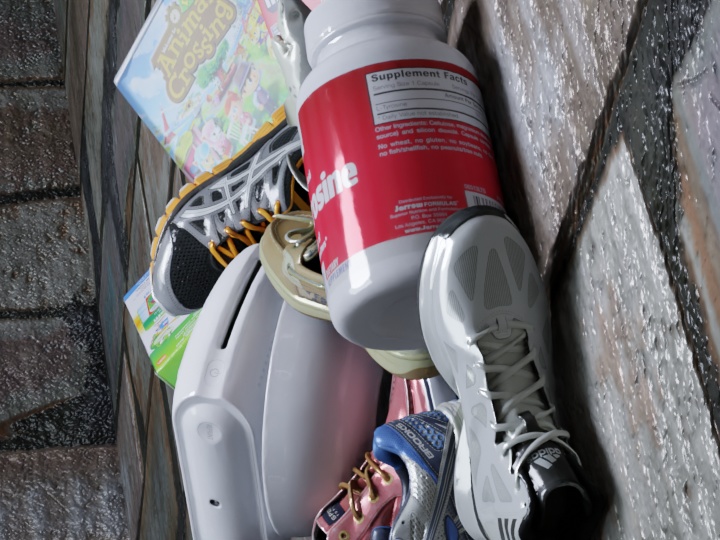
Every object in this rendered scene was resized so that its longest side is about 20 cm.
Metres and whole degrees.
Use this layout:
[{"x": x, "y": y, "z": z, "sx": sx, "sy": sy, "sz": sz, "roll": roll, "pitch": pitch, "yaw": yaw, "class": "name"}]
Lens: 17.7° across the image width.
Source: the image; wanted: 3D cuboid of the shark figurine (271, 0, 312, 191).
[{"x": 0.002, "y": -0.083, "z": 1.521, "sx": 0.215, "sy": 0.089, "sz": 0.128, "roll": 78, "pitch": 171, "yaw": -59, "class": "shark figurine"}]

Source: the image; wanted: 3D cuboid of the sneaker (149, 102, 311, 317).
[{"x": -0.073, "y": -0.043, "z": 1.662, "sx": 0.078, "sy": 0.200, "sz": 0.077, "roll": 42, "pitch": 180, "yaw": -42, "class": "sneaker"}]

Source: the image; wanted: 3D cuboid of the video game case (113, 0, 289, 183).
[{"x": -0.096, "y": -0.163, "z": 1.754, "sx": 0.182, "sy": 0.022, "sz": 0.200, "roll": 51, "pitch": 124, "yaw": 30, "class": "video game case"}]

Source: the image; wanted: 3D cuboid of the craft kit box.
[{"x": -0.092, "y": -0.011, "z": 1.792, "sx": 0.049, "sy": 0.200, "sz": 0.198, "roll": 42, "pitch": -176, "yaw": -18, "class": "craft kit box"}]

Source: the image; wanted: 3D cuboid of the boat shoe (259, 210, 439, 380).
[{"x": 0.000, "y": 0.000, "z": 1.499, "sx": 0.200, "sy": 0.073, "sz": 0.063, "roll": 33, "pitch": 142, "yaw": 45, "class": "boat shoe"}]

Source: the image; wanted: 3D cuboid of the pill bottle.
[{"x": 0.023, "y": -0.063, "z": 1.356, "sx": 0.112, "sy": 0.112, "sz": 0.200, "roll": 109, "pitch": 154, "yaw": -62, "class": "pill bottle"}]

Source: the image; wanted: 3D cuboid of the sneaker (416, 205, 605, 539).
[{"x": 0.091, "y": 0.069, "z": 1.223, "sx": 0.115, "sy": 0.076, "sz": 0.201, "roll": -149, "pitch": 46, "yaw": -65, "class": "sneaker"}]

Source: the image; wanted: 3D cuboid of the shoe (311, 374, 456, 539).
[{"x": 0.016, "y": 0.147, "z": 1.519, "sx": 0.071, "sy": 0.091, "sz": 0.200, "roll": -144, "pitch": 50, "yaw": -75, "class": "shoe"}]

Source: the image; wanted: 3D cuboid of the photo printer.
[{"x": -0.076, "y": 0.094, "z": 1.629, "sx": 0.166, "sy": 0.069, "sz": 0.200, "roll": -69, "pitch": -19, "yaw": -44, "class": "photo printer"}]

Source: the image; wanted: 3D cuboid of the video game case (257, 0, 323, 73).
[{"x": -0.035, "y": -0.249, "z": 1.530, "sx": 0.143, "sy": 0.017, "sz": 0.200, "roll": -31, "pitch": 73, "yaw": 43, "class": "video game case"}]

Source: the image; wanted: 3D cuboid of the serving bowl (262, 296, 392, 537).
[{"x": -0.011, "y": 0.089, "z": 1.604, "sx": 0.200, "sy": 0.066, "sz": 0.200, "roll": 7, "pitch": -90, "yaw": -77, "class": "serving bowl"}]

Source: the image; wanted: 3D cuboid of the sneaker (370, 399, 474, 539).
[{"x": 0.047, "y": 0.179, "z": 1.399, "sx": 0.077, "sy": 0.085, "sz": 0.200, "roll": 117, "pitch": 146, "yaw": -68, "class": "sneaker"}]
